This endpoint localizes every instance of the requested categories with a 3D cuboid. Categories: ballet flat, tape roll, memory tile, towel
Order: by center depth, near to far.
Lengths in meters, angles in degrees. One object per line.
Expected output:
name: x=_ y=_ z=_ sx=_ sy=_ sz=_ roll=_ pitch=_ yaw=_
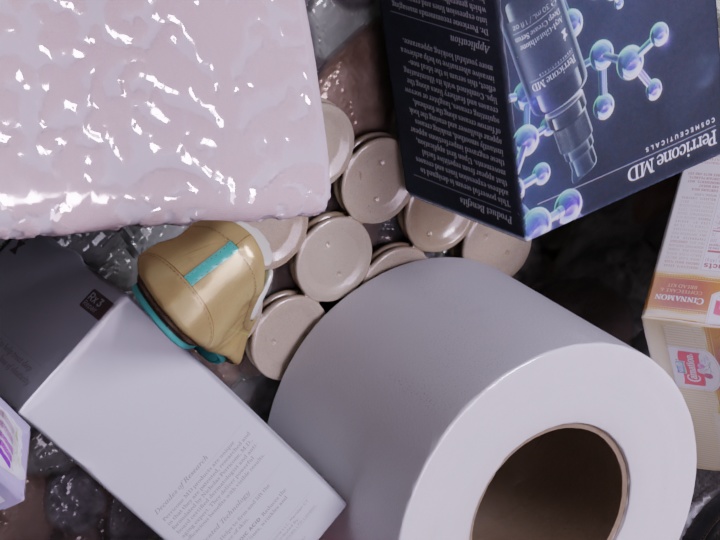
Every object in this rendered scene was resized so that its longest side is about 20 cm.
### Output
towel: x=-0.111 y=-0.113 z=1.022 sx=0.200 sy=0.032 sz=0.191 roll=-6 pitch=84 yaw=-36
ballet flat: x=-0.067 y=0.008 z=1.038 sx=0.063 sy=0.200 sz=0.069 roll=-41 pitch=92 yaw=-3
tape roll: x=0.065 y=0.108 z=1.203 sx=0.202 sy=0.139 sz=0.203 roll=-15 pitch=118 yaw=-29
memory tile: x=0.000 y=0.000 z=1.211 sx=0.200 sy=0.017 sz=0.153 roll=26 pitch=94 yaw=-39

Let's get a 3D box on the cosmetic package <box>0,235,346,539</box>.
cosmetic package: x=-0.110 y=0.075 z=1.107 sx=0.081 sy=0.113 sz=0.200 roll=-50 pitch=127 yaw=-7

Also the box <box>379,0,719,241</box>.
box: x=0.099 y=-0.140 z=1.150 sx=0.148 sy=0.107 sz=0.200 roll=-24 pitch=119 yaw=-29

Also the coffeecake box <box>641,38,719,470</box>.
coffeecake box: x=0.225 y=-0.006 z=1.247 sx=0.154 sy=0.073 sz=0.200 roll=69 pitch=34 yaw=-51

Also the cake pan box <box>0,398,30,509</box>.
cake pan box: x=-0.272 y=0.066 z=0.965 sx=0.200 sy=0.052 sz=0.184 roll=-24 pitch=131 yaw=19

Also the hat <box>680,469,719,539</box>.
hat: x=0.264 y=0.203 z=1.441 sx=0.200 sy=0.081 sz=0.201 roll=-14 pitch=118 yaw=-28
